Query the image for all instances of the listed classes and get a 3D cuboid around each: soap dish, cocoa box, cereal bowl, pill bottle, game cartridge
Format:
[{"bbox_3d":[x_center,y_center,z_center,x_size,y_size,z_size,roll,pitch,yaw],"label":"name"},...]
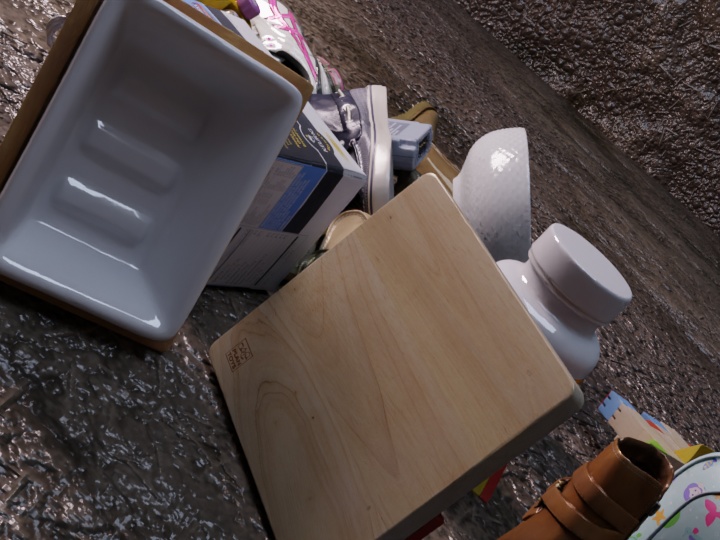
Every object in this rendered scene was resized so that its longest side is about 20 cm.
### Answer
[{"bbox_3d":[-0.144,-0.070,0.685,0.156,0.202,0.081,27,6,-31],"label":"soap dish"},{"bbox_3d":[-0.120,-0.102,0.853,0.131,0.134,0.201,6,41,-55],"label":"cocoa box"},{"bbox_3d":[0.143,-0.055,1.206,0.082,0.203,0.201,-1,23,5],"label":"cereal bowl"},{"bbox_3d":[0.114,0.065,0.848,0.111,0.200,0.112,34,22,-16],"label":"pill bottle"},{"bbox_3d":[0.007,-0.145,1.207,0.131,0.041,0.200,12,14,7],"label":"game cartridge"}]

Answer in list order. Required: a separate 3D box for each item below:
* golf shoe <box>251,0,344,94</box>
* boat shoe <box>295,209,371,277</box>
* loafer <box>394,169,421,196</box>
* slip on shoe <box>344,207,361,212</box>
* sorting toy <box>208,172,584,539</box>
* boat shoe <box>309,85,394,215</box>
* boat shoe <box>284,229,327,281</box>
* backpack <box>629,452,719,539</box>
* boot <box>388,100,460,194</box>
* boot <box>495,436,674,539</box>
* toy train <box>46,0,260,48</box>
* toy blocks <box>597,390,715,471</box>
[{"bbox_3d":[-0.101,-0.264,1.291,0.200,0.073,0.092,49,23,17],"label":"golf shoe"},{"bbox_3d":[-0.016,0.012,0.853,0.065,0.071,0.202,53,28,-34],"label":"boat shoe"},{"bbox_3d":[0.056,-0.071,1.206,0.076,0.068,0.200,42,5,2],"label":"loafer"},{"bbox_3d":[0.000,0.000,0.982,0.060,0.075,0.201,5,31,3],"label":"slip on shoe"},{"bbox_3d":[0.022,0.075,0.690,0.070,0.198,0.201,42,14,-46],"label":"sorting toy"},{"bbox_3d":[-0.016,-0.108,1.031,0.091,0.076,0.201,-3,34,1],"label":"boat shoe"},{"bbox_3d":[-0.057,-0.064,0.985,0.074,0.067,0.201,32,23,-22],"label":"boat shoe"},{"bbox_3d":[0.294,0.247,0.848,0.150,0.178,0.201,31,19,-38],"label":"backpack"},{"bbox_3d":[0.116,-0.120,1.413,0.200,0.066,0.175,44,33,7],"label":"boot"},{"bbox_3d":[0.125,0.181,0.704,0.077,0.156,0.199,51,23,25],"label":"boot"},{"bbox_3d":[-0.167,-0.191,0.962,0.198,0.150,0.056,15,43,-35],"label":"toy train"},{"bbox_3d":[0.317,0.202,1.115,0.199,0.100,0.137,32,12,-23],"label":"toy blocks"}]
